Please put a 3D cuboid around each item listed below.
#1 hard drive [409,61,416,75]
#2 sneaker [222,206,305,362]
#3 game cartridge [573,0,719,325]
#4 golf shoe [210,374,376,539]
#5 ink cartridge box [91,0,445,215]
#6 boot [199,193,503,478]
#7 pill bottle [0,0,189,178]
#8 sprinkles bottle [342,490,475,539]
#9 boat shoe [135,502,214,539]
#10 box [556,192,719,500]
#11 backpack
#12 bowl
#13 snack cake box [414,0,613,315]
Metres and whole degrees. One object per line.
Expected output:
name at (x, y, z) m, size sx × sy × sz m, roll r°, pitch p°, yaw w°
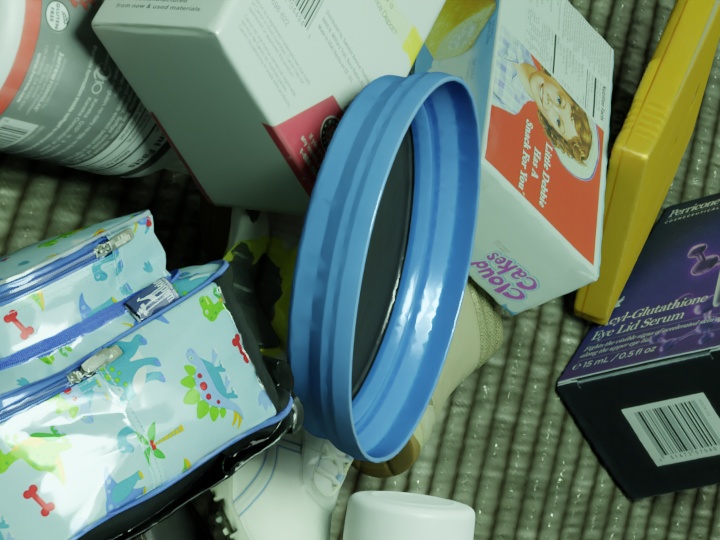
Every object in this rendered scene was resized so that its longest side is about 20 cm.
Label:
hard drive at (0.059, -0.104, 1.772) m, size 0.200 × 0.026 × 0.132 m, roll 46°, pitch 49°, yaw -30°
sneaker at (-0.049, 0.006, 1.500) m, size 0.074 × 0.085 × 0.200 m, roll 24°, pitch 34°, yaw 3°
game cartridge at (0.187, -0.085, 1.826) m, size 0.177 × 0.032 × 0.200 m, roll 99°, pitch 16°, yaw -50°
golf shoe at (-0.032, 0.090, 1.514) m, size 0.078 × 0.097 × 0.201 m, roll 47°, pitch 24°, yaw -57°
ink cartridge box at (-0.033, -0.150, 1.455) m, size 0.201 × 0.083 × 0.145 m, roll -62°, pitch 140°, yaw -28°
boot at (0.000, 0.000, 1.646) m, size 0.201 × 0.073 × 0.155 m, roll 55°, pitch 39°, yaw -9°
pill bottle at (-0.145, -0.112, 1.483) m, size 0.199 × 0.115 × 0.117 m, roll 11°, pitch 71°, yaw -46°
sprinkles bottle at (0.016, 0.218, 1.480) m, size 0.068 × 0.068 × 0.201 m, roll 4°, pitch 93°, yaw -47°
boat shoe at (-0.068, 0.197, 1.510) m, size 0.074 × 0.073 × 0.201 m, roll -38°, pitch 107°, yaw -46°
box at (0.243, 0.039, 1.846) m, size 0.105 × 0.147 × 0.200 m, roll 55°, pitch 44°, yaw -20°
backpack at (-0.161, 0.070, 1.367) m, size 0.200 × 0.183 × 0.148 m, roll -34°, pitch 98°, yaw -38°
bowl at (0.012, -0.004, 1.443) m, size 0.201 × 0.039 × 0.202 m, roll 12°, pitch 90°, yaw -73°
snack cake box at (0.090, -0.088, 1.702) m, size 0.115 × 0.067 × 0.201 m, roll 44°, pitch 37°, yaw -31°
